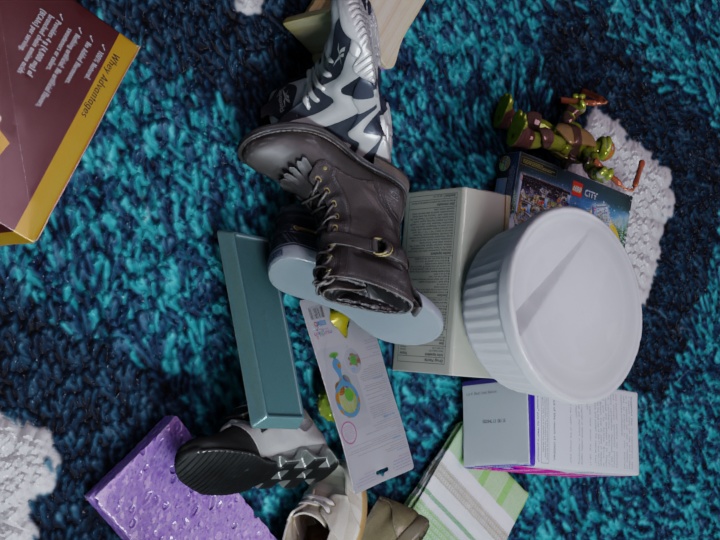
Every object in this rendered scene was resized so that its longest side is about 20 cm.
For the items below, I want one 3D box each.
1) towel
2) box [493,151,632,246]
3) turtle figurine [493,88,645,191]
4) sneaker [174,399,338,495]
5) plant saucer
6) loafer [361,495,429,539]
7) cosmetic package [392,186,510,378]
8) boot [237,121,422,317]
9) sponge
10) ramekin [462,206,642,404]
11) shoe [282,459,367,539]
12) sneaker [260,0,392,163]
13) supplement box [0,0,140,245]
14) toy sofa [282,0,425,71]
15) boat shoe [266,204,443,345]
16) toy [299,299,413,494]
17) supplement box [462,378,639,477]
[{"bbox_3d":[0.101,0.291,1.394,0.149,0.031,0.200,50,60,-27],"label":"towel"},{"bbox_3d":[0.240,-0.049,1.491,0.200,0.038,0.137,17,79,-35],"label":"box"},{"bbox_3d":[0.238,-0.161,1.459,0.161,0.064,0.200,13,41,-21],"label":"turtle figurine"},{"bbox_3d":[-0.112,0.164,1.201,0.200,0.074,0.089,12,45,-52],"label":"sneaker"},{"bbox_3d":[-0.095,0.055,1.207,0.070,0.019,0.201,11,61,-52],"label":"plant saucer"},{"bbox_3d":[-0.016,0.313,1.280,0.200,0.076,0.067,-40,70,-20],"label":"loafer"},{"bbox_3d":[0.099,0.014,1.347,0.073,0.103,0.201,7,86,-37],"label":"cosmetic package"},{"bbox_3d":[-0.029,-0.047,1.190,0.199,0.069,0.175,17,47,-15],"label":"boot"},{"bbox_3d":[-0.163,0.248,1.196,0.112,0.030,0.200,-47,114,-28],"label":"sponge"},{"bbox_3d":[0.194,0.039,1.289,0.202,0.094,0.203,6,81,-38],"label":"ramekin"},{"bbox_3d":[-0.042,0.272,1.233,0.053,0.070,0.201,56,39,-44],"label":"shoe"},{"bbox_3d":[-0.042,-0.184,1.226,0.199,0.129,0.080,77,12,-48],"label":"sneaker"},{"bbox_3d":[-0.329,-0.152,1.016,0.200,0.133,0.198,35,69,-31],"label":"supplement box"},{"bbox_3d":[0.015,-0.304,1.304,0.098,0.083,0.200,42,66,-33],"label":"toy sofa"},{"bbox_3d":[0.000,0.000,1.261,0.200,0.071,0.091,26,40,-22],"label":"boat shoe"},{"bbox_3d":[-0.015,0.124,1.289,0.115,0.047,0.201,-10,86,-55],"label":"toy"},{"bbox_3d":[0.220,0.181,1.418,0.200,0.101,0.104,10,74,-40],"label":"supplement box"}]
